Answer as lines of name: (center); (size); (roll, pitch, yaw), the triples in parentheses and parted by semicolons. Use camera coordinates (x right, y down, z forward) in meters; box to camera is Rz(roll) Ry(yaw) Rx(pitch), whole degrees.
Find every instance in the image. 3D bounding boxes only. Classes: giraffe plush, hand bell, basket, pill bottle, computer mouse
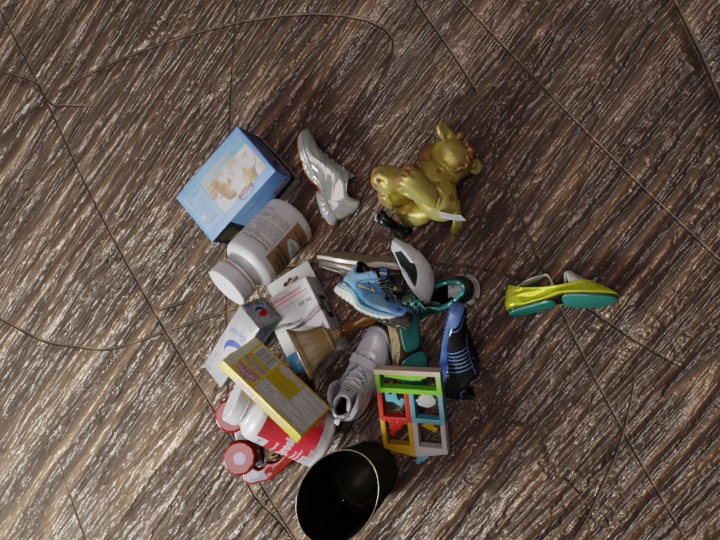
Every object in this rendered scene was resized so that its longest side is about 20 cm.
giraffe plush: (0.140, -0.181, 1.219); (0.198, 0.173, 0.164); (19, 72, 28)
hand bell: (-0.032, 0.111, 1.235); (0.198, 0.104, 0.105); (-28, 79, -9)
basket: (-0.011, 0.393, 1.205); (0.136, 0.200, 0.181); (40, 99, 16)
pill bottle: (-0.155, 0.284, 1.244); (0.198, 0.112, 0.113); (28, 97, -15)
computer mouse: (0.093, -0.029, 1.202); (0.044, 0.109, 0.202); (-36, 53, 16)
pill bottle: (-0.197, -0.035, 1.288); (0.114, 0.115, 0.200); (33, 65, 16)

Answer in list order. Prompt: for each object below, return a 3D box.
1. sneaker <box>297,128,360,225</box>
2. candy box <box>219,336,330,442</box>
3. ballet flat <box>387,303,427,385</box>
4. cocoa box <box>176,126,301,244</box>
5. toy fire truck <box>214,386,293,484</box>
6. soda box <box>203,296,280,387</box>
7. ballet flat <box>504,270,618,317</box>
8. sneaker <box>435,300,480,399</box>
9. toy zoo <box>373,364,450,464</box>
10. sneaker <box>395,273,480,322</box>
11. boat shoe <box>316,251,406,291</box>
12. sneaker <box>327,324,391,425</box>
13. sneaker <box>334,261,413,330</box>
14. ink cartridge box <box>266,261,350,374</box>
sneaker: (-0.060, -0.199, 1.323); (0.091, 0.076, 0.203); (-22, 88, 8)
candy box: (-0.156, 0.215, 1.199); (0.200, 0.102, 0.027); (42, 127, 10)
ballet flat: (0.086, 0.145, 1.239); (0.070, 0.065, 0.203); (-18, 122, -20)
cocoa box: (-0.249, -0.167, 1.346); (0.200, 0.131, 0.134); (-45, 75, 11)
toy fire truck: (-0.195, 0.321, 1.328); (0.165, 0.112, 0.203); (-13, 84, -2)
soda box: (-0.242, 0.147, 1.325); (0.064, 0.068, 0.201); (47, 125, 14)
ballet flat: (0.356, 0.036, 1.176); (0.197, 0.067, 0.068); (-10, 63, 19)
sneaker: (0.186, 0.149, 1.199); (0.077, 0.070, 0.203); (8, 119, 8)
toy zoo: (0.099, 0.276, 1.230); (0.129, 0.020, 0.203); (0, 109, 21)
sneaker: (0.124, 0.054, 1.233); (0.198, 0.091, 0.079); (-24, 80, 16)
boat shoe: (0.000, 0.000, 1.289); (0.197, 0.072, 0.061); (7, 106, 26)
sneaker: (-0.002, 0.204, 1.255); (0.074, 0.115, 0.203); (21, 94, 17)
sneaker: (0.028, 0.037, 1.170); (0.199, 0.078, 0.091); (32, 95, 49)
ink cartridge box: (-0.119, 0.092, 1.325); (0.115, 0.067, 0.202); (-31, 79, 15)
